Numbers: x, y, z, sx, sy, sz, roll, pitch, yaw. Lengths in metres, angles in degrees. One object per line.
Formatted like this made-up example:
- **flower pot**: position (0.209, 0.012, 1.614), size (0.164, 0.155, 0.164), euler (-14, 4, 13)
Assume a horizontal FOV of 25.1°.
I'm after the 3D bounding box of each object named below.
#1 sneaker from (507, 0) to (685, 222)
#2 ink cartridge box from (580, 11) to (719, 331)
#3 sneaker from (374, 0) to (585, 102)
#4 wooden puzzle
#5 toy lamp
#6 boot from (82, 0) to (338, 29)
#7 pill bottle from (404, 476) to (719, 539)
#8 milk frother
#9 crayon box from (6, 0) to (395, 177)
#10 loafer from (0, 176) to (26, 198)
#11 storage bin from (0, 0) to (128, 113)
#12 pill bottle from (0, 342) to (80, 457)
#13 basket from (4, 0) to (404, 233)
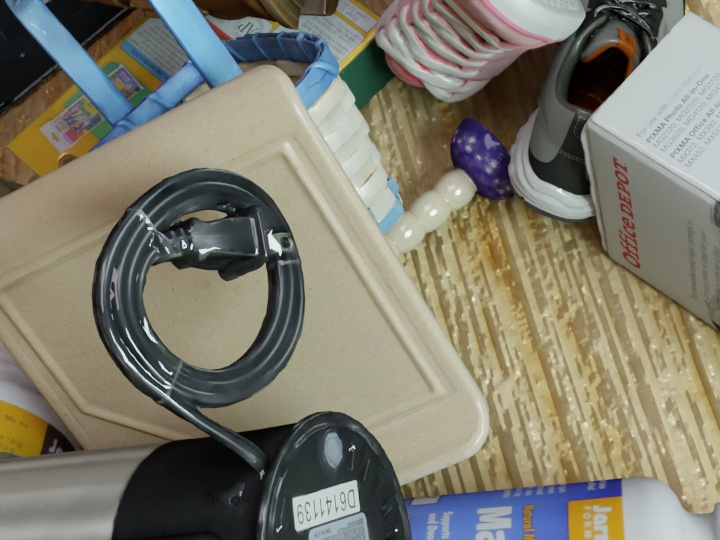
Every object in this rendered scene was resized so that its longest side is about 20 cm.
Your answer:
- **sneaker**: position (0.139, -0.119, 0.868), size (0.073, 0.080, 0.201), euler (21, 55, 1)
- **ink cartridge box**: position (0.213, -0.015, 0.775), size (0.200, 0.145, 0.083), euler (37, 77, 26)
- **sneaker**: position (0.057, -0.129, 0.854), size (0.075, 0.200, 0.105), euler (44, 106, -6)
- **wooden puzzle**: position (-0.063, 0.027, 0.736), size (0.184, 0.201, 0.037), euler (-24, 20, 19)
- **toy lamp**: position (0.000, 0.000, 0.870), size (0.200, 0.058, 0.058), euler (-41, 62, -8)
- **boot**: position (-0.099, -0.170, 0.849), size (0.154, 0.200, 0.077), euler (5, 99, 8)
- **pill bottle**: position (0.094, 0.153, 0.737), size (0.198, 0.112, 0.113), euler (-8, 62, 10)
- **milk frother**: position (-0.098, 0.079, 0.674), size (0.187, 0.180, 0.202), euler (-9, 70, 29)
- **crayon box**: position (-0.090, -0.096, 0.944), size (0.200, 0.052, 0.126), euler (-45, 62, -12)
- **loafer**: position (-0.271, -0.060, 0.946), size (0.199, 0.076, 0.068), euler (16, 110, 21)
- **storage bin**: position (-0.203, -0.208, 0.979), size (0.200, 0.135, 0.094), euler (-42, 62, -10)
- **pill bottle**: position (-0.201, 0.126, 0.792), size (0.108, 0.110, 0.201), euler (-1, 54, 13)
- **basket**: position (-0.084, -0.073, 0.794), size (0.139, 0.201, 0.176), euler (-42, 22, -18)
